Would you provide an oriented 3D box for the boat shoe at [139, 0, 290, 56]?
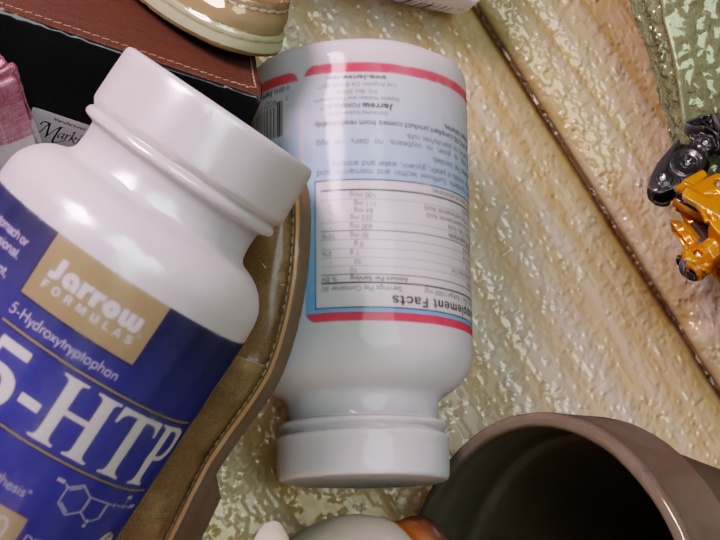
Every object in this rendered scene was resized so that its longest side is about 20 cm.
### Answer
[{"bbox_3d":[-0.087,-0.178,0.763,0.074,0.067,0.200,0,43,-44],"label":"boat shoe"}]

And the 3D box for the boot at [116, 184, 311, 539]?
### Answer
[{"bbox_3d":[-0.083,0.041,0.732,0.075,0.074,0.202,20,97,-26],"label":"boot"}]

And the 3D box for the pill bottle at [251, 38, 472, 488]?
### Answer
[{"bbox_3d":[0.000,0.000,0.788,0.108,0.109,0.202,4,78,-20],"label":"pill bottle"}]

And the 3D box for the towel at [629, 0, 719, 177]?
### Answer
[{"bbox_3d":[0.228,-0.114,0.913,0.147,0.036,0.202,-19,96,-13],"label":"towel"}]

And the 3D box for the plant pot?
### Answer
[{"bbox_3d":[0.146,0.168,0.778,0.172,0.199,0.202,4,77,-36],"label":"plant pot"}]

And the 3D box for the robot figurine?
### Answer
[{"bbox_3d":[0.250,-0.042,0.850,0.199,0.058,0.146,-28,57,-7],"label":"robot figurine"}]

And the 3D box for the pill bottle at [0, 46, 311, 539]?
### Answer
[{"bbox_3d":[-0.110,0.019,0.655,0.119,0.120,0.201,33,92,-11],"label":"pill bottle"}]

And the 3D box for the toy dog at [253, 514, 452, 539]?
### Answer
[{"bbox_3d":[-0.014,0.182,0.708,0.139,0.200,0.195,-24,102,13],"label":"toy dog"}]

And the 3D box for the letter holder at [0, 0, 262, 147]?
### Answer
[{"bbox_3d":[-0.159,-0.104,0.758,0.198,0.101,0.143,17,31,-19],"label":"letter holder"}]

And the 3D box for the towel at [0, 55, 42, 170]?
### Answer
[{"bbox_3d":[-0.178,0.023,0.699,0.143,0.023,0.201,-33,130,-23],"label":"towel"}]

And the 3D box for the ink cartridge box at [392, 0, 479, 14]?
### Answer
[{"bbox_3d":[0.000,-0.249,0.852,0.159,0.050,0.202,10,88,-18],"label":"ink cartridge box"}]
